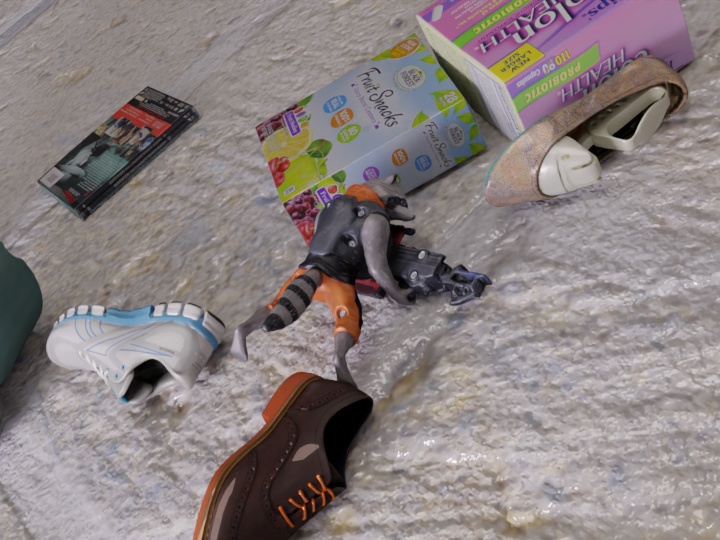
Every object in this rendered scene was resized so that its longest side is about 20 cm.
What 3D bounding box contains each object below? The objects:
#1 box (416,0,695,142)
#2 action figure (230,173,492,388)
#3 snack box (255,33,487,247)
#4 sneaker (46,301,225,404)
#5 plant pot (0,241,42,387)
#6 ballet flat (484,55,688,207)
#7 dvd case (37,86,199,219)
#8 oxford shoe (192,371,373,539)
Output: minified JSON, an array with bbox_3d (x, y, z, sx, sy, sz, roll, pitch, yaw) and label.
[{"bbox_3d":[0.178,-0.224,0.964,0.175,0.097,0.200,-33,38,-1],"label":"box"},{"bbox_3d":[0.000,0.000,0.845,0.199,0.105,0.194,4,56,37],"label":"action figure"},{"bbox_3d":[0.004,-0.135,1.017,0.199,0.068,0.169,-29,37,3],"label":"snack box"},{"bbox_3d":[-0.225,0.082,0.943,0.199,0.075,0.087,-8,50,30],"label":"sneaker"},{"bbox_3d":[-0.430,0.071,1.019,0.199,0.201,0.197,-11,33,26],"label":"plant pot"},{"bbox_3d":[0.195,-0.112,0.858,0.200,0.068,0.067,-39,45,-4],"label":"ballet flat"},{"bbox_3d":[-0.315,-0.157,1.310,0.200,0.022,0.146,-44,39,-15],"label":"dvd case"},{"bbox_3d":[-0.056,0.158,0.739,0.072,0.071,0.201,5,51,33],"label":"oxford shoe"}]
